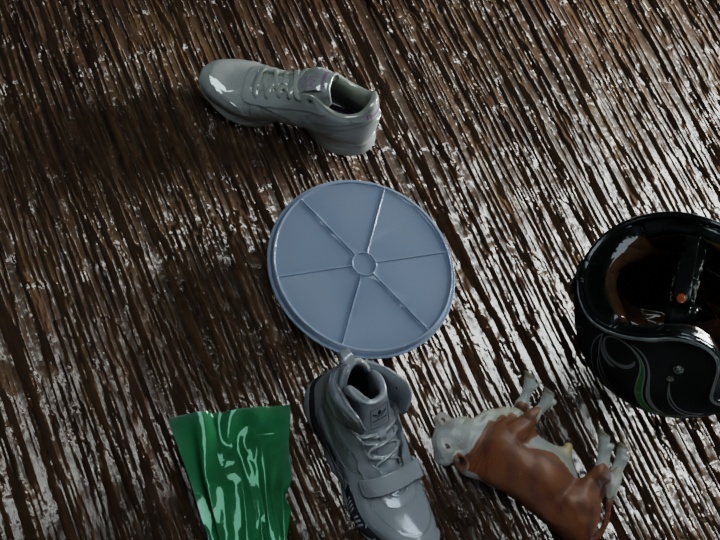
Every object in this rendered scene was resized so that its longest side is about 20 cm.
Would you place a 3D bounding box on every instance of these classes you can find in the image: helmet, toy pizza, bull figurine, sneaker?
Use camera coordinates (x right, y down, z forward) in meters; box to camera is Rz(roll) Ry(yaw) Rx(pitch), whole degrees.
[{"bbox_3d":[0.314,0.053,1.348,0.197,0.191,0.202,-15,52,21],"label":"helmet"},{"bbox_3d":[0.000,0.000,1.382,0.197,0.032,0.203,7,62,-13],"label":"toy pizza"},{"bbox_3d":[0.164,0.177,1.306,0.199,0.065,0.122,36,93,-3],"label":"bull figurine"},{"bbox_3d":[0.017,0.167,1.251,0.074,0.115,0.201,-23,71,-24],"label":"sneaker"},{"bbox_3d":[-0.070,-0.190,1.423,0.197,0.100,0.076,16,62,-5],"label":"sneaker"}]

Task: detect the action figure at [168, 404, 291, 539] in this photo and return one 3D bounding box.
[{"bbox_3d":[-0.104,0.227,1.224,0.116,0.055,0.203,-5,72,-19],"label":"action figure"}]
